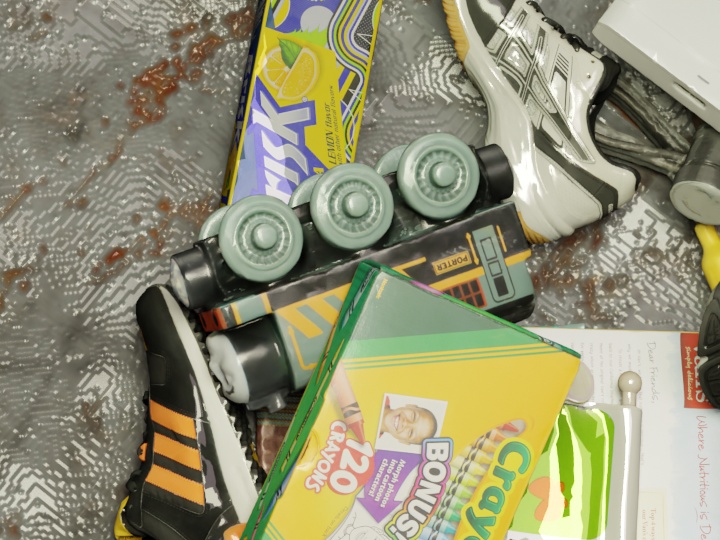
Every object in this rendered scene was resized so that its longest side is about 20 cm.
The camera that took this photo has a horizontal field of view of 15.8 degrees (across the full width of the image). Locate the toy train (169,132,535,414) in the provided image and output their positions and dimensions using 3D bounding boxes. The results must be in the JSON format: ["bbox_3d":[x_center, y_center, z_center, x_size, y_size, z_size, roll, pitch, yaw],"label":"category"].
[{"bbox_3d":[0.000,0.000,1.395,0.199,0.085,0.115,-20,91,-16],"label":"toy train"}]

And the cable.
[{"bbox_3d":[0.203,-0.055,1.521,0.097,0.050,0.200,-37,84,-16],"label":"cable"}]

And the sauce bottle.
[{"bbox_3d":[0.229,-0.116,1.519,0.064,0.065,0.201,28,62,-1],"label":"sauce bottle"}]

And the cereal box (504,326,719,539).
[{"bbox_3d":[0.109,0.104,1.446,0.199,0.040,0.145,3,76,-7],"label":"cereal box"}]

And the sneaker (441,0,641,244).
[{"bbox_3d":[0.103,-0.120,1.501,0.087,0.076,0.201,-19,88,10],"label":"sneaker"}]

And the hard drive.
[{"bbox_3d":[0.241,-0.172,1.484,0.132,0.026,0.200,37,72,2],"label":"hard drive"}]

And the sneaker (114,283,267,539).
[{"bbox_3d":[-0.102,0.106,1.419,0.090,0.070,0.201,-24,73,3],"label":"sneaker"}]

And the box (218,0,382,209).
[{"bbox_3d":[-0.038,-0.073,1.480,0.070,0.064,0.201,12,74,-6],"label":"box"}]

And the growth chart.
[{"bbox_3d":[0.060,0.119,1.406,0.199,0.018,0.146,-3,80,-8],"label":"growth chart"}]

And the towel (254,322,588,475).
[{"bbox_3d":[0.040,0.103,1.468,0.199,0.022,0.148,0,75,-9],"label":"towel"}]

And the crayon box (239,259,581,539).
[{"bbox_3d":[0.018,0.109,1.342,0.118,0.058,0.201,23,91,-11],"label":"crayon box"}]

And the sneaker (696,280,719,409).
[{"bbox_3d":[0.247,0.051,1.455,0.075,0.200,0.092,-12,48,28],"label":"sneaker"}]
